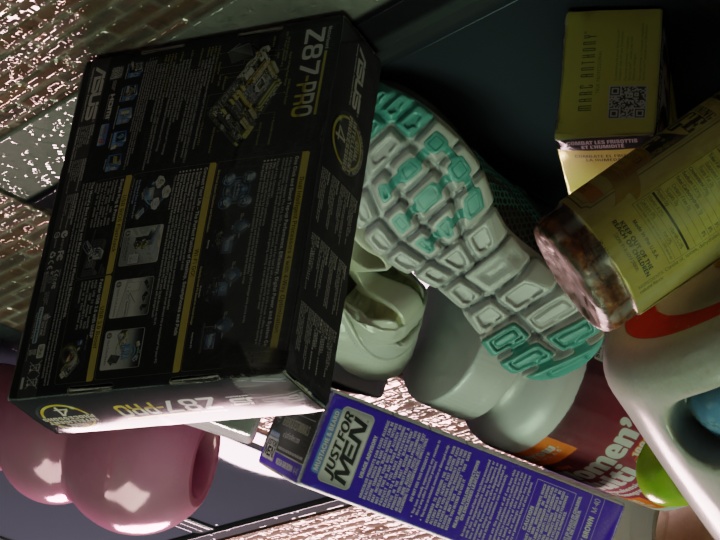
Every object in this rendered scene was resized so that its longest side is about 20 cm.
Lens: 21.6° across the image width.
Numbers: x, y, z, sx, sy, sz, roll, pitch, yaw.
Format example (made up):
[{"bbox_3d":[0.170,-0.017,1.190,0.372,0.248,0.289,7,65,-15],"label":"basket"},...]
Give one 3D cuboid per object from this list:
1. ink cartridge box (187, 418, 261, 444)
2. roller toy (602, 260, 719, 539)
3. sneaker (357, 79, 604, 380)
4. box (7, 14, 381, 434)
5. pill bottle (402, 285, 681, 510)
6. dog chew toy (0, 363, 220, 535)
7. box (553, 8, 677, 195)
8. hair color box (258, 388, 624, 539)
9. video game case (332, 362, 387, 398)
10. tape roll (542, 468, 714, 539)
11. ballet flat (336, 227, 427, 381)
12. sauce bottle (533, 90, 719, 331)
[{"bbox_3d":[-0.112,0.069,1.185,0.109,0.051,0.200,18,173,0],"label":"ink cartridge box"},{"bbox_3d":[0.216,0.033,0.892,0.140,0.200,0.182,54,173,-10],"label":"roller toy"},{"bbox_3d":[0.055,-0.030,1.027,0.077,0.091,0.200,-32,115,17],"label":"sneaker"},{"bbox_3d":[-0.081,-0.023,0.934,0.161,0.201,0.049,-9,148,29],"label":"box"},{"bbox_3d":[0.131,0.071,1.167,0.200,0.110,0.109,22,151,-28],"label":"pill bottle"},{"bbox_3d":[-0.205,0.118,1.360,0.199,0.125,0.125,10,155,13],"label":"dog chew toy"},{"bbox_3d":[0.138,-0.048,0.965,0.050,0.076,0.200,1,152,14],"label":"box"},{"bbox_3d":[0.047,0.130,1.154,0.199,0.065,0.109,24,175,-14],"label":"hair color box"},{"bbox_3d":[-0.091,0.043,1.201,0.143,0.018,0.200,24,171,-29],"label":"video game case"},{"bbox_3d":[0.203,0.202,1.310,0.071,0.203,0.202,-14,147,39],"label":"tape roll"},{"bbox_3d":[0.000,0.000,1.059,0.069,0.070,0.200,-5,134,25],"label":"ballet flat"},{"bbox_3d":[0.174,-0.051,0.853,0.200,0.066,0.066,-34,151,-6],"label":"sauce bottle"}]
